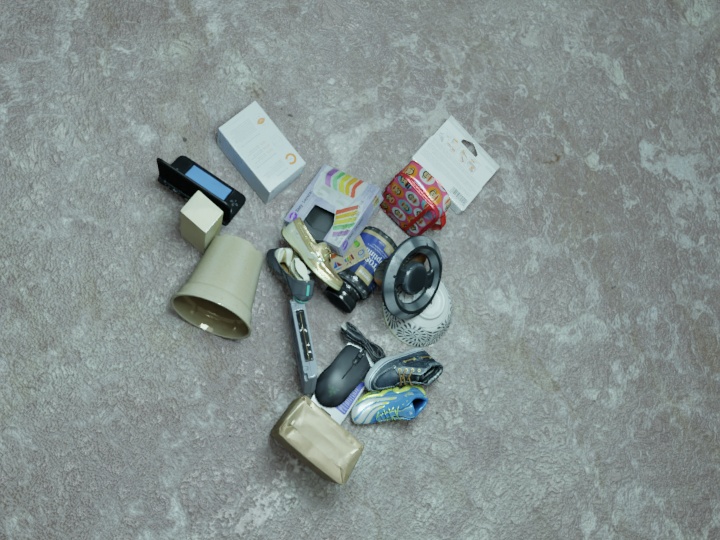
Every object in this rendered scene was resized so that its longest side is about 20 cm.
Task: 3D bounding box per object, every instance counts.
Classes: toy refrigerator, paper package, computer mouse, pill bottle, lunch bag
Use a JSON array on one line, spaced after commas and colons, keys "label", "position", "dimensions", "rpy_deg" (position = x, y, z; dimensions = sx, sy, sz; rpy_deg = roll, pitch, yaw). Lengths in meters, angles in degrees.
[{"label": "toy refrigerator", "position": [-0.366, -0.109, 1.628], "dimensions": [0.075, 0.200, 0.071], "rpy_deg": [39, 71, -2]}, {"label": "paper package", "position": [-0.101, 0.385, 1.594], "dimensions": [0.190, 0.200, 0.104], "rpy_deg": [40, 71, -2]}, {"label": "computer mouse", "position": [-0.035, 0.234, 1.682], "dimensions": [0.138, 0.053, 0.202], "rpy_deg": [39, 71, -4]}, {"label": "pill bottle", "position": [0.000, 0.000, 1.749], "dimensions": [0.111, 0.112, 0.202], "rpy_deg": [37, 71, -4]}, {"label": "lunch bag", "position": [0.143, -0.168, 1.778], "dimensions": [0.176, 0.200, 0.082], "rpy_deg": [45, 67, -1]}]

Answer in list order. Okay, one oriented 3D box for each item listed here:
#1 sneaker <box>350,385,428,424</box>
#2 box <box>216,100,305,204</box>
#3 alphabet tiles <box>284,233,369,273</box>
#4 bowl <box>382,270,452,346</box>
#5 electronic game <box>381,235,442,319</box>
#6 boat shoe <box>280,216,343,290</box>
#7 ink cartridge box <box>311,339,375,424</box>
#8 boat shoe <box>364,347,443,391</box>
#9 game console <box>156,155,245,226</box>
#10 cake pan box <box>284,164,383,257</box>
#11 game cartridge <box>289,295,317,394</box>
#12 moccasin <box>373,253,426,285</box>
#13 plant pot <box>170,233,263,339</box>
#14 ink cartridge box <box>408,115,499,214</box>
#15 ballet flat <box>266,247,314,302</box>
[{"label": "sneaker", "position": [0.076, 0.326, 1.698], "dimensions": [0.195, 0.105, 0.078], "rpy_deg": [-20, 102, -18]}, {"label": "box", "position": [-0.248, -0.292, 1.753], "dimensions": [0.124, 0.097, 0.201], "rpy_deg": [-39, 89, -19]}, {"label": "alphabet tiles", "position": [-0.094, -0.055, 1.734], "dimensions": [0.196, 0.008, 0.170], "rpy_deg": [-26, 58, -2]}, {"label": "bowl", "position": [0.160, 0.084, 1.784], "dimensions": [0.194, 0.094, 0.208], "rpy_deg": [3, 77, -15]}, {"label": "electronic game", "position": [0.124, 0.017, 1.667], "dimensions": [0.196, 0.041, 0.206], "rpy_deg": [-18, 118, -38]}, {"label": "boat shoe", "position": [-0.104, -0.041, 1.656], "dimensions": [0.066, 0.074, 0.200], "rpy_deg": [-43, 84, 4]}, {"label": "ink cartridge box", "position": [-0.043, 0.277, 1.718], "dimensions": [0.099, 0.039, 0.202], "rpy_deg": [38, 70, -5]}, {"label": "boat shoe", "position": [0.107, 0.250, 1.708], "dimensions": [0.196, 0.090, 0.073], "rpy_deg": [-21, 121, -32]}, {"label": "game console", "position": [-0.368, -0.211, 1.657], "dimensions": [0.197, 0.117, 0.177], "rpy_deg": [33, 40, -4]}, {"label": "cake pan box", "position": [-0.069, -0.149, 1.751], "dimensions": [0.181, 0.053, 0.202], "rpy_deg": [26, 70, 28]}, {"label": "game cartridge", "position": [-0.135, 0.177, 1.656], "dimensions": [0.040, 0.134, 0.205], "rpy_deg": [-10, 65, -8]}, {"label": "moccasin", "position": [0.099, -0.001, 1.732], "dimensions": [0.200, 0.072, 0.080], "rpy_deg": [-33, 129, -54]}, {"label": "plant pot", "position": [-0.314, 0.027, 1.632], "dimensions": [0.196, 0.201, 0.188], "rpy_deg": [23, 63, -9]}, {"label": "ink cartridge box", "position": [0.254, -0.286, 1.912], "dimensions": [0.200, 0.045, 0.177], "rpy_deg": [45, 72, -3]}, {"label": "ballet flat", "position": [-0.162, -0.010, 1.665], "dimensions": [0.072, 0.074, 0.201], "rpy_deg": [-23, 48, -17]}]
